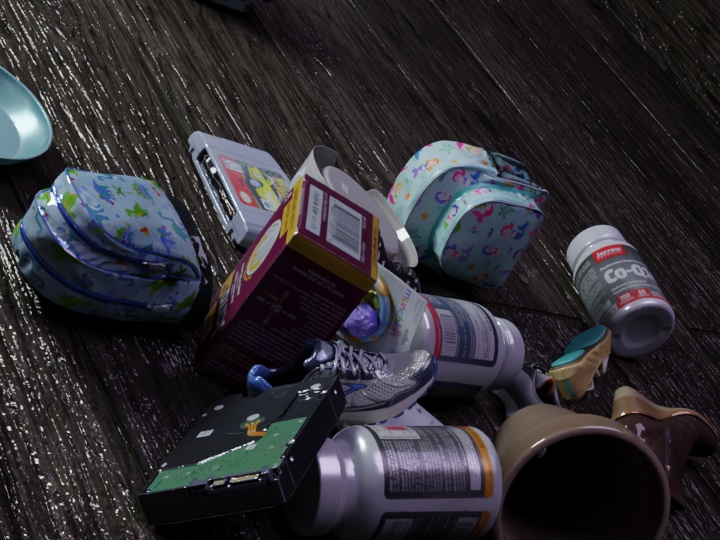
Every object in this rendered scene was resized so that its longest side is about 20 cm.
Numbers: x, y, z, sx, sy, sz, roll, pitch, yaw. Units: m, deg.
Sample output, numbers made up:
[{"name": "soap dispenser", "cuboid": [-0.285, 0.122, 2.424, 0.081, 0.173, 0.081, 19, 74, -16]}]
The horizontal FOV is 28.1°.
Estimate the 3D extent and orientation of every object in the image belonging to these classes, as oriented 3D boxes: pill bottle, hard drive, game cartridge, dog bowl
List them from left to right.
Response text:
[{"name": "hard drive", "cuboid": [-0.103, 0.163, 1.324, 0.200, 0.139, 0.038, -53, 127, -65]}, {"name": "game cartridge", "cuboid": [-0.131, -0.091, 1.809, 0.133, 0.041, 0.201, 18, 32, -44]}, {"name": "dog bowl", "cuboid": [-0.013, -0.066, 1.849, 0.200, 0.059, 0.200, 45, 16, -17]}, {"name": "pill bottle", "cuboid": [0.030, 0.209, 1.409, 0.199, 0.117, 0.117, 4, 39, -27]}, {"name": "pill bottle", "cuboid": [0.100, 0.092, 1.717, 0.199, 0.120, 0.120, 11, 37, -45]}, {"name": "pill bottle", "cuboid": [0.395, 0.028, 2.214, 0.113, 0.114, 0.201, 21, 31, -32]}]

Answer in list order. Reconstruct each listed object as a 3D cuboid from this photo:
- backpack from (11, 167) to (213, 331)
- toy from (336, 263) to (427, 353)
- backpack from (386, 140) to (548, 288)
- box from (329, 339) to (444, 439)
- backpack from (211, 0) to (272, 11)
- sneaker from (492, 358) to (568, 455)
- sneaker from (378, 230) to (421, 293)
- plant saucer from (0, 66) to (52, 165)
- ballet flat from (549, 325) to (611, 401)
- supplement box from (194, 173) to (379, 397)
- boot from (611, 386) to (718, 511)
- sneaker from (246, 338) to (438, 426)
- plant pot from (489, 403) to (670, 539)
[{"name": "backpack", "cuboid": [-0.251, -0.025, 1.445, 0.199, 0.154, 0.164, -3, 53, -37]}, {"name": "toy", "cuboid": [-0.024, 0.030, 1.628, 0.047, 0.116, 0.200, -19, 49, -43]}, {"name": "backpack", "cuboid": [0.142, -0.078, 1.985, 0.199, 0.178, 0.151, 20, 26, -27]}, {"name": "box", "cuboid": [0.021, 0.178, 1.566, 0.200, 0.041, 0.156, 38, 26, 1]}, {"name": "backpack", "cuboid": [-0.213, -0.511, 2.248, 0.199, 0.154, 0.191, 19, 39, -46]}, {"name": "sneaker", "cuboid": [0.206, 0.139, 1.828, 0.074, 0.080, 0.201, 14, 34, -38]}, {"name": "sneaker", "cuboid": [0.000, 0.000, 1.717, 0.200, 0.079, 0.076, 52, 40, -44]}, {"name": "plant saucer", "cuboid": [-0.429, -0.175, 1.551, 0.199, 0.036, 0.200, 31, 26, -17]}, {"name": "ballet flat", "cuboid": [0.311, 0.133, 2.015, 0.200, 0.068, 0.063, -30, 98, -60]}, {"name": "supplement box", "cuboid": [-0.075, 0.023, 1.504, 0.103, 0.200, 0.131, 30, 27, -16]}, {"name": "boot", "cuboid": [0.419, 0.259, 1.954, 0.199, 0.072, 0.167, 27, 40, -26]}, {"name": "sneaker", "cuboid": [-0.022, 0.108, 1.437, 0.077, 0.199, 0.086, -102, 176, -62]}, {"name": "plant pot", "cuboid": [0.223, 0.232, 1.605, 0.199, 0.201, 0.175, 31, 10, -16]}]
